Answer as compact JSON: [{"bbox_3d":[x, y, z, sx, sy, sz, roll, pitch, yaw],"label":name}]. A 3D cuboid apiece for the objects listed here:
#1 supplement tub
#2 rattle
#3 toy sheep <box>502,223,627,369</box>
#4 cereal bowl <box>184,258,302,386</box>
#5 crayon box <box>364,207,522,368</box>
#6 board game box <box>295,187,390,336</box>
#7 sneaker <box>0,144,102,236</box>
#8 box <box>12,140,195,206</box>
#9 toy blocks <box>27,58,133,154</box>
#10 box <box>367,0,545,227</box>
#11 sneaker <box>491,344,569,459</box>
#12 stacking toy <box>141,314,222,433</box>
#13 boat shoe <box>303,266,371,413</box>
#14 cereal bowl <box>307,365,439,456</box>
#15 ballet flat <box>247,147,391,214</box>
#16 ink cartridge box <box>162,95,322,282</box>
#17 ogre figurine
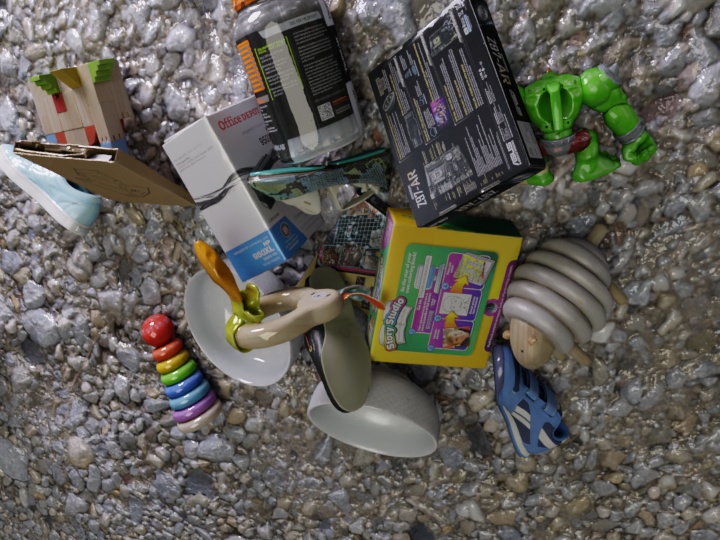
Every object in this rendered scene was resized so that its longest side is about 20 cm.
[{"bbox_3d":[-0.077,-0.245,0.744,0.120,0.123,0.205,-11,110,23],"label":"supplement tub"},{"bbox_3d":[-0.081,0.008,0.749,0.195,0.130,0.147,-16,92,5],"label":"rattle"},{"bbox_3d":[0.249,0.030,0.756,0.136,0.138,0.202,33,79,1],"label":"toy sheep"},{"bbox_3d":[-0.167,0.068,0.933,0.195,0.083,0.205,15,124,23],"label":"cereal bowl"},{"bbox_3d":[0.103,0.028,0.812,0.167,0.059,0.205,6,117,-8],"label":"crayon box"},{"bbox_3d":[0.000,0.000,0.880,0.134,0.035,0.201,37,120,0],"label":"board game box"},{"bbox_3d":[-0.486,-0.147,0.973,0.199,0.074,0.082,40,91,3],"label":"sneaker"},{"bbox_3d":[-0.348,-0.131,0.860,0.159,0.200,0.022,7,81,15],"label":"box"},{"bbox_3d":[-0.392,-0.214,0.877,0.196,0.100,0.140,1,112,33],"label":"toy blocks"},{"bbox_3d":[0.102,-0.173,0.693,0.159,0.043,0.205,-28,76,41],"label":"box"},{"bbox_3d":[0.234,0.177,0.854,0.080,0.075,0.203,-14,124,21],"label":"sneaker"},{"bbox_3d":[-0.315,0.171,1.046,0.084,0.085,0.204,-18,103,25],"label":"stacking toy"},{"bbox_3d":[-0.037,0.098,0.830,0.063,0.072,0.206,-49,49,46],"label":"boat shoe"},{"bbox_3d":[0.024,0.199,0.907,0.194,0.085,0.202,12,149,7],"label":"cereal bowl"},{"bbox_3d":[-0.043,-0.105,0.769,0.195,0.074,0.076,-15,117,-22],"label":"ballet flat"},{"bbox_3d":[-0.149,-0.112,0.816,0.083,0.145,0.203,-22,106,25],"label":"ink cartridge box"},{"bbox_3d":[0.225,-0.161,0.693,0.196,0.098,0.122,4,127,32],"label":"ogre figurine"}]
